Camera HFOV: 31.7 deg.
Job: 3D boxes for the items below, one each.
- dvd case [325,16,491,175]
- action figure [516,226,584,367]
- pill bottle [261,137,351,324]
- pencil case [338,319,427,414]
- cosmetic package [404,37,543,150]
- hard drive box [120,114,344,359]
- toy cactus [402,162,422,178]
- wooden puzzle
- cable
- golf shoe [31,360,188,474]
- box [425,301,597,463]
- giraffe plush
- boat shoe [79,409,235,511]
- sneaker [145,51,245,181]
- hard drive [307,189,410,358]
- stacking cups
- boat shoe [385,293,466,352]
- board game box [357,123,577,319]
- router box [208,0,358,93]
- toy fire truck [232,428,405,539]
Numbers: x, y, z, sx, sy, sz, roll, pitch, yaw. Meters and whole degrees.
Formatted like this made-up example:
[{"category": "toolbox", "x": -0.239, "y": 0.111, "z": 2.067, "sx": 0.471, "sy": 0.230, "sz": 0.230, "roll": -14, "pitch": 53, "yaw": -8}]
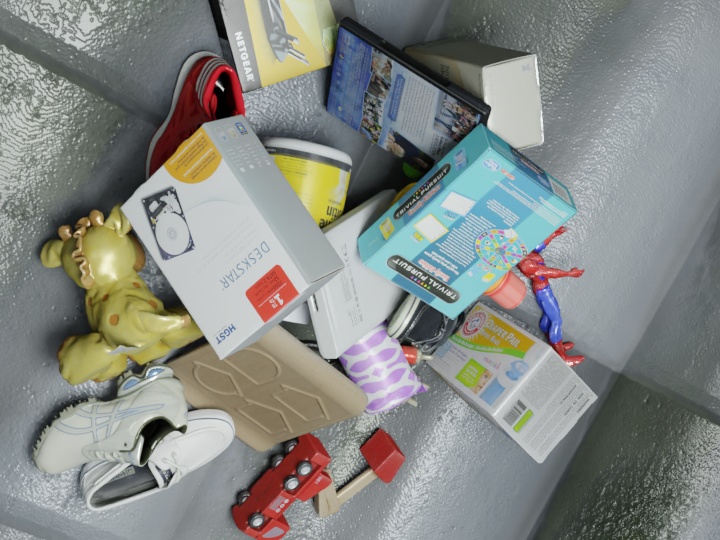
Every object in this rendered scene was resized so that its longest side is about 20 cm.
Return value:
[{"category": "dvd case", "x": 0.050, "y": -0.182, "z": 1.425, "sx": 0.018, "sy": 0.199, "sz": 0.143, "roll": -45, "pitch": 161, "yaw": -33}, {"category": "action figure", "x": 0.263, "y": 0.019, "z": 1.662, "sx": 0.098, "sy": 0.065, "sz": 0.201, "roll": -29, "pitch": 115, "yaw": -2}, {"category": "pill bottle", "x": -0.080, "y": -0.045, "z": 1.466, "sx": 0.111, "sy": 0.112, "sz": 0.203, "roll": 12, "pitch": 89, "yaw": -23}, {"category": "pencil case", "x": 0.005, "y": 0.074, "z": 1.548, "sx": 0.085, "sy": 0.084, "sz": 0.202, "roll": -27, "pitch": 98, "yaw": -36}, {"category": "cosmetic package", "x": 0.128, "y": -0.205, "z": 1.470, "sx": 0.072, "sy": 0.200, "sz": 0.105, "roll": -15, "pitch": 109, "yaw": -19}, {"category": "hard drive box", "x": -0.136, "y": -0.036, "z": 1.346, "sx": 0.156, "sy": 0.077, "sz": 0.201, "roll": -39, "pitch": 83, "yaw": 31}, {"category": "toy cactus", "x": 0.131, "y": -0.107, "z": 1.575, "sx": 0.199, "sy": 0.102, "sz": 0.167, "roll": 32, "pitch": 74, "yaw": -23}, {"category": "wooden puzzle", "x": -0.115, "y": 0.131, "z": 1.515, "sx": 0.185, "sy": 0.199, "sz": 0.047, "roll": 39, "pitch": 45, "yaw": -26}, {"category": "cable", "x": -0.001, "y": 0.110, "z": 1.593, "sx": 0.198, "sy": 0.050, "sz": 0.098, "roll": 11, "pitch": 105, "yaw": -24}, {"category": "golf shoe", "x": -0.288, "y": 0.192, "z": 1.465, "sx": 0.199, "sy": 0.098, "sz": 0.078, "roll": -33, "pitch": 147, "yaw": 5}, {"category": "box", "x": 0.185, "y": 0.135, "z": 1.590, "sx": 0.113, "sy": 0.200, "sz": 0.101, "roll": -48, "pitch": 116, "yaw": -4}, {"category": "giraffe plush", "x": -0.279, "y": 0.021, "z": 1.418, "sx": 0.171, "sy": 0.200, "sz": 0.164, "roll": -22, "pitch": 82, "yaw": -8}, {"category": "boat shoe", "x": -0.239, "y": 0.235, "z": 1.520, "sx": 0.198, "sy": 0.065, "sz": 0.074, "roll": -27, "pitch": 118, "yaw": -4}, {"category": "sneaker", "x": -0.186, "y": -0.141, "z": 1.415, "sx": 0.077, "sy": 0.115, "sz": 0.203, "roll": 8, "pitch": 101, "yaw": -22}, {"category": "hard drive", "x": 0.000, "y": 0.000, "z": 1.459, "sx": 0.200, "sy": 0.026, "sz": 0.134, "roll": -35, "pitch": 116, "yaw": -53}, {"category": "stacking cups", "x": 0.117, "y": -0.020, "z": 1.512, "sx": 0.200, "sy": 0.060, "sz": 0.061, "roll": 41, "pitch": 88, "yaw": -25}, {"category": "boat shoe", "x": 0.084, "y": 0.057, "z": 1.538, "sx": 0.062, "sy": 0.200, "sz": 0.075, "roll": 38, "pitch": 102, "yaw": 13}, {"category": "board game box", "x": 0.118, "y": -0.050, "z": 1.417, "sx": 0.150, "sy": 0.047, "sz": 0.200, "roll": 31, "pitch": 120, "yaw": -33}, {"category": "router box", "x": -0.093, "y": -0.321, "z": 1.434, "sx": 0.156, "sy": 0.052, "sz": 0.202, "roll": -21, "pitch": 112, "yaw": -15}, {"category": "toy fire truck", "x": -0.053, "y": 0.273, "z": 1.614, "sx": 0.200, "sy": 0.049, "sz": 0.141, "roll": -48, "pitch": 131, "yaw": 7}]
